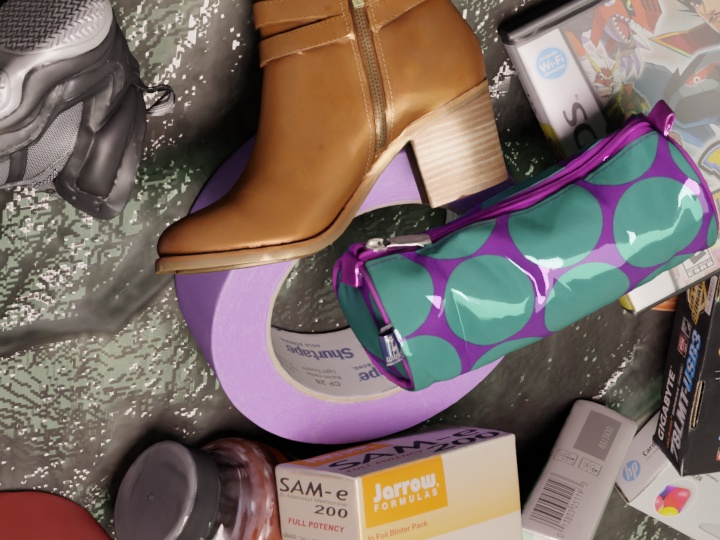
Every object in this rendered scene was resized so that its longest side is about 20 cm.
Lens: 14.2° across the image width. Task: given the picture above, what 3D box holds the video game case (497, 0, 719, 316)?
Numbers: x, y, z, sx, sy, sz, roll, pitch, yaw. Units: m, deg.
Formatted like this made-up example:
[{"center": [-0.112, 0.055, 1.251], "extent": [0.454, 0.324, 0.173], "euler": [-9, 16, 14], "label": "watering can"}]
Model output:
[{"center": [0.202, -0.098, 1.616], "extent": [0.200, 0.026, 0.181], "euler": [-27, 106, -5], "label": "video game case"}]

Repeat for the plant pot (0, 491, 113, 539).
[{"center": [-0.183, 0.233, 1.627], "extent": [0.200, 0.177, 0.201], "euler": [-15, 131, -18], "label": "plant pot"}]

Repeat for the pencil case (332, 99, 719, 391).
[{"center": [0.089, -0.011, 1.550], "extent": [0.200, 0.085, 0.092], "euler": [-26, 122, -8], "label": "pencil case"}]

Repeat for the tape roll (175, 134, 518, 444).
[{"center": [0.000, 0.000, 1.616], "extent": [0.200, 0.066, 0.200], "euler": [-13, 130, -17], "label": "tape roll"}]

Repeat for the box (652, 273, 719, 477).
[{"center": [0.288, 0.023, 1.742], "extent": [0.200, 0.050, 0.199], "euler": [-5, 125, -19], "label": "box"}]

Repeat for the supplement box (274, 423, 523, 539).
[{"center": [0.029, 0.197, 1.640], "extent": [0.126, 0.074, 0.200], "euler": [-13, 101, -40], "label": "supplement box"}]

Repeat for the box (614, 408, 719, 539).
[{"center": [0.277, 0.094, 1.848], "extent": [0.156, 0.041, 0.200], "euler": [28, 108, -39], "label": "box"}]

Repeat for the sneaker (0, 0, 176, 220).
[{"center": [-0.185, -0.053, 1.469], "extent": [0.200, 0.075, 0.114], "euler": [-39, 130, 2], "label": "sneaker"}]

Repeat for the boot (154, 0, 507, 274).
[{"center": [-0.032, -0.089, 1.482], "extent": [0.200, 0.077, 0.155], "euler": [-20, 95, -6], "label": "boot"}]

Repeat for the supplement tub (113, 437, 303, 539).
[{"center": [-0.048, 0.162, 1.690], "extent": [0.200, 0.107, 0.107], "euler": [25, 111, -38], "label": "supplement tub"}]

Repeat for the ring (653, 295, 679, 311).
[{"center": [0.216, -0.057, 1.703], "extent": [0.200, 0.019, 0.200], "euler": [-11, 132, -13], "label": "ring"}]

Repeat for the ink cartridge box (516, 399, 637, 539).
[{"center": [0.105, 0.200, 1.771], "extent": [0.050, 0.161, 0.200], "euler": [23, 121, 6], "label": "ink cartridge box"}]
